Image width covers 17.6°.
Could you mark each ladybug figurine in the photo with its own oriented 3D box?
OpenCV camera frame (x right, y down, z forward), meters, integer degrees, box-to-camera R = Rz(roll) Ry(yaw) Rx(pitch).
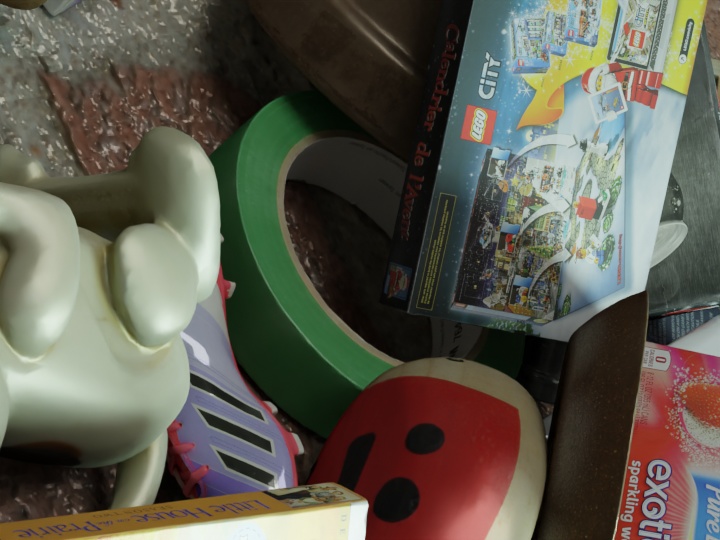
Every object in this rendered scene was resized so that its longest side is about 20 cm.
[{"bbox_3d":[0.018,0.118,1.095,0.072,0.135,0.201,42,45,-27],"label":"ladybug figurine"}]

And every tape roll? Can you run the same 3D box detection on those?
[{"bbox_3d":[0.000,0.000,1.246,0.200,0.048,0.201,26,45,-29],"label":"tape roll"}]

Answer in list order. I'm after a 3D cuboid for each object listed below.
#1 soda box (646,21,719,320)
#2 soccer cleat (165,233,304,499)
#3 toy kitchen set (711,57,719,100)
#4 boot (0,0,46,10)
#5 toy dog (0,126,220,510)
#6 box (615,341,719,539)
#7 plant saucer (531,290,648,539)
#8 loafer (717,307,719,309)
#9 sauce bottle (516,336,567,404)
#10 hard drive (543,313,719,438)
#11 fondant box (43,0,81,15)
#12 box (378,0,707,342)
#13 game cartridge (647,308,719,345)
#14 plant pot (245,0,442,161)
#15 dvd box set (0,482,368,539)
[{"bbox_3d":[0.175,-0.075,1.349,0.063,0.070,0.201,20,61,-79],"label":"soda box"},{"bbox_3d":[-0.084,0.058,1.105,0.076,0.067,0.201,4,56,-37],"label":"soccer cleat"},{"bbox_3d":[0.259,-0.049,1.458,0.180,0.199,0.164,10,89,-41],"label":"toy kitchen set"},{"bbox_3d":[-0.238,-0.158,1.125,0.199,0.073,0.076,21,66,-28],"label":"boot"},{"bbox_3d":[-0.169,0.039,0.996,0.200,0.139,0.195,-26,117,-53],"label":"toy dog"},{"bbox_3d":[0.170,0.150,1.188,0.099,0.096,0.201,11,61,4],"label":"box"},{"bbox_3d":[0.107,0.106,1.149,0.036,0.201,0.201,11,44,4],"label":"plant saucer"},{"bbox_3d":[0.216,-0.016,1.410,0.200,0.076,0.068,46,5,3],"label":"loafer"},{"bbox_3d":[0.129,-0.024,1.294,0.064,0.201,0.065,14,8,-2],"label":"sauce bottle"},{"bbox_3d":[0.172,0.118,1.295,0.199,0.025,0.132,-27,84,-34],"label":"hard drive"},{"bbox_3d":[-0.173,-0.251,1.258,0.200,0.058,0.144,51,38,0],"label":"fondant box"},{"bbox_3d":[0.096,-0.067,1.210,0.136,0.038,0.201,11,93,-24],"label":"box"},{"bbox_3d":[0.178,0.049,1.400,0.133,0.041,0.201,34,41,-28],"label":"game cartridge"},{"bbox_3d":[0.057,-0.169,1.287,0.200,0.175,0.200,36,19,-14],"label":"plant pot"},{"bbox_3d":[-0.088,0.168,0.954,0.199,0.029,0.147,-2,105,-40],"label":"dvd box set"}]
